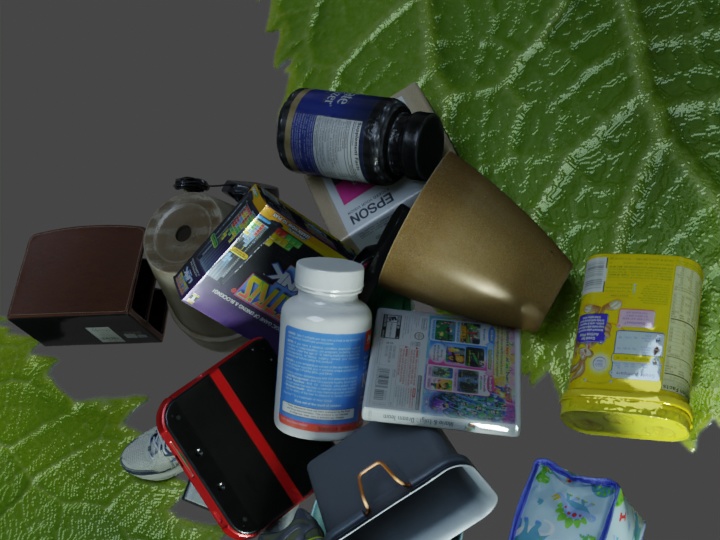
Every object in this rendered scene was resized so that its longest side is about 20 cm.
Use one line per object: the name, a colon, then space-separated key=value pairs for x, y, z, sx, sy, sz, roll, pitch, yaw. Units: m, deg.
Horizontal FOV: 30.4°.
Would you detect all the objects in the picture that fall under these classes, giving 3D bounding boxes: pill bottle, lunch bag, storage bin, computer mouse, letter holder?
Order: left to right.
letter holder: x=-0.374 y=0.020 z=1.867 sx=0.198 sy=0.101 sz=0.144 roll=-3 pitch=63 yaw=22
computer mouse: x=-0.181 y=-0.103 z=1.794 sx=0.058 sy=0.199 sz=0.034 roll=17 pitch=100 yaw=37
pill bottle: x=-0.043 y=0.091 z=1.579 sx=0.111 sy=0.112 sz=0.203 roll=11 pitch=104 yaw=27
pill bottle: x=0.001 y=-0.169 z=1.696 sx=0.198 sy=0.112 sz=0.113 roll=10 pitch=71 yaw=26
storage bin: x=0.031 y=0.244 z=1.529 sx=0.199 sy=0.146 sz=0.135 roll=-34 pitch=47 yaw=5
lunch bag: x=0.222 y=0.328 z=1.421 sx=0.126 sy=0.170 sz=0.202 roll=15 pitch=72 yaw=29

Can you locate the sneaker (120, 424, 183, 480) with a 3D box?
sneaker: x=-0.232 y=0.211 z=1.722 sx=0.198 sy=0.085 sz=0.078 roll=-21 pitch=60 yaw=14

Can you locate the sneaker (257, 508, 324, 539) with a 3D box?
sneaker: x=-0.109 y=0.365 z=1.596 sx=0.200 sy=0.074 sz=0.081 roll=-39 pitch=45 yaw=19

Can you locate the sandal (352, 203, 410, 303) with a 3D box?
sandal: x=0.000 y=0.000 z=1.641 sx=0.075 sy=0.045 sz=0.201 roll=-92 pitch=27 yaw=-68

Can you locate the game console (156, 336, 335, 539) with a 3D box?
game console: x=-0.136 y=0.208 z=1.628 sx=0.176 sy=0.031 sz=0.201 roll=-34 pitch=91 yaw=-26

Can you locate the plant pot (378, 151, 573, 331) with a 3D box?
plant pot: x=0.150 y=-0.014 z=1.616 sx=0.199 sy=0.187 sz=0.187 roll=30 pitch=80 yaw=8

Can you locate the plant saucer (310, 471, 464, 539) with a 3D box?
plant saucer: x=0.035 y=0.309 z=1.590 sx=0.198 sy=0.036 sz=0.202 roll=-10 pitch=62 yaw=19

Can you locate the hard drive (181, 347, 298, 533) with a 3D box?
hard drive: x=-0.123 y=0.215 z=1.660 sx=0.138 sy=0.033 sz=0.202 roll=23 pitch=73 yaw=-12

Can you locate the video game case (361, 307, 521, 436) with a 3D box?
video game case: x=0.100 y=0.117 z=1.567 sx=0.180 sy=0.024 sz=0.201 roll=6 pitch=33 yaw=3

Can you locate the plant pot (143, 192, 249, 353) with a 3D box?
plant pot: x=-0.198 y=-0.015 z=1.763 sx=0.198 sy=0.174 sz=0.202 roll=-10 pitch=62 yaw=19

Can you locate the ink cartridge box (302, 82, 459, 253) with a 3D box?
ink cartridge box: x=0.032 y=-0.129 z=1.774 sx=0.199 sy=0.075 sz=0.166 roll=-31 pitch=57 yaw=6

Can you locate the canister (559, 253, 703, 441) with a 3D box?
canister: x=0.319 y=0.086 z=1.542 sx=0.147 sy=0.087 sz=0.202 roll=2 pitch=66 yaw=24

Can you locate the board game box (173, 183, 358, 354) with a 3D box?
board game box: x=-0.109 y=0.008 z=1.674 sx=0.166 sy=0.199 sz=0.057 roll=-48 pitch=38 yaw=12

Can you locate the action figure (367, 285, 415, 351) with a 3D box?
action figure: x=0.033 y=0.049 z=1.702 sx=0.117 sy=0.055 sz=0.202 roll=3 pitch=61 yaw=26
